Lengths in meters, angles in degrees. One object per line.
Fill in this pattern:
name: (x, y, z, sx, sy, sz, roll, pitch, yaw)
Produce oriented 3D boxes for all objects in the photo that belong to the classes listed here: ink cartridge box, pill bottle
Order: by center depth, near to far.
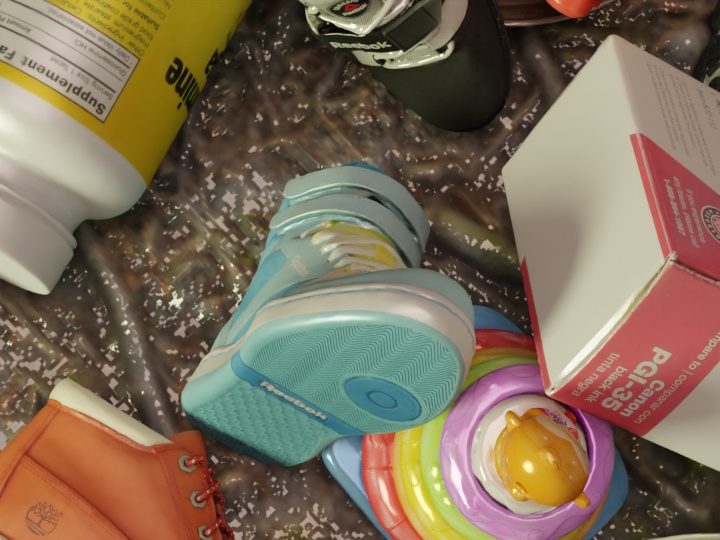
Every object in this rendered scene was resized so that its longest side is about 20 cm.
ink cartridge box: (0.166, 0.014, 0.894, 0.199, 0.083, 0.147, 25, 33, -23)
pill bottle: (-0.123, -0.097, 0.971, 0.112, 0.113, 0.201, 28, 79, 5)

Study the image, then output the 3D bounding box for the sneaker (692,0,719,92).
sneaker: (0.200, -0.099, 0.999, 0.079, 0.077, 0.202, 19, 79, -9)

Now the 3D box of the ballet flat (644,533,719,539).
ballet flat: (0.113, 0.153, 0.946, 0.198, 0.074, 0.075, -13, 78, -10)

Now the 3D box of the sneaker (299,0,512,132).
sneaker: (0.000, -0.122, 0.949, 0.074, 0.201, 0.089, -16, 36, 27)

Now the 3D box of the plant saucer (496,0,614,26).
plant saucer: (0.067, -0.205, 1.038, 0.198, 0.035, 0.202, 0, 77, 0)

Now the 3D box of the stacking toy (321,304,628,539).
stacking toy: (0.060, 0.074, 0.888, 0.110, 0.200, 0.116, -40, 89, -8)

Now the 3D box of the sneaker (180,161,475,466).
sneaker: (0.000, 0.000, 0.915, 0.079, 0.200, 0.131, 34, 64, -18)

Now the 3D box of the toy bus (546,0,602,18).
toy bus: (0.132, -0.207, 0.956, 0.135, 0.200, 0.193, 31, 114, 7)

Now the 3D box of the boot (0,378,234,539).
boot: (-0.073, 0.127, 0.945, 0.199, 0.075, 0.108, 31, 74, 7)
